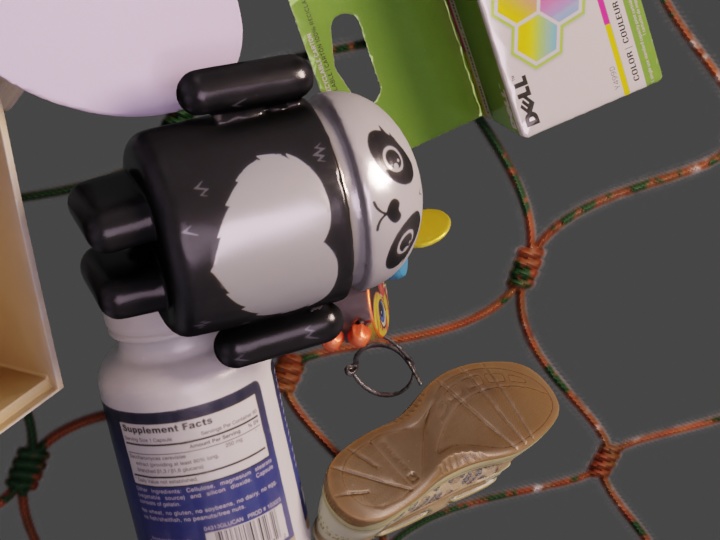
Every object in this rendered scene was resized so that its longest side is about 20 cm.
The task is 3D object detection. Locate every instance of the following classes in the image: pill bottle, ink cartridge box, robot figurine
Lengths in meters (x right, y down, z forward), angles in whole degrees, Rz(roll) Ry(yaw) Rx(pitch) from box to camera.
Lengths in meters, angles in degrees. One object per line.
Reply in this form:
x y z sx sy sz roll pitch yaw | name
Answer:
-0.103 0.095 1.243 0.111 0.111 0.201 -16 109 -12 | pill bottle
0.071 -0.154 1.243 0.199 0.076 0.148 -24 111 -10 | ink cartridge box
-0.062 -0.032 1.130 0.199 0.150 0.125 -14 64 -15 | robot figurine

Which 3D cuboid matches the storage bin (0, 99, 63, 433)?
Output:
-0.284 0.019 1.110 0.198 0.093 0.201 -39 131 -45 | storage bin

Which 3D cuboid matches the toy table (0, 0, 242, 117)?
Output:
-0.171 -0.172 1.144 0.200 0.117 0.184 37 92 -23 | toy table

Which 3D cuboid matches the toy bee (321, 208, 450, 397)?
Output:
0.000 0.000 1.238 0.131 0.109 0.200 -30 104 18 | toy bee

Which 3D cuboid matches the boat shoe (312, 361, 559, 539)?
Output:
0.048 0.121 1.306 0.200 0.073 0.063 -23 155 -34 | boat shoe
